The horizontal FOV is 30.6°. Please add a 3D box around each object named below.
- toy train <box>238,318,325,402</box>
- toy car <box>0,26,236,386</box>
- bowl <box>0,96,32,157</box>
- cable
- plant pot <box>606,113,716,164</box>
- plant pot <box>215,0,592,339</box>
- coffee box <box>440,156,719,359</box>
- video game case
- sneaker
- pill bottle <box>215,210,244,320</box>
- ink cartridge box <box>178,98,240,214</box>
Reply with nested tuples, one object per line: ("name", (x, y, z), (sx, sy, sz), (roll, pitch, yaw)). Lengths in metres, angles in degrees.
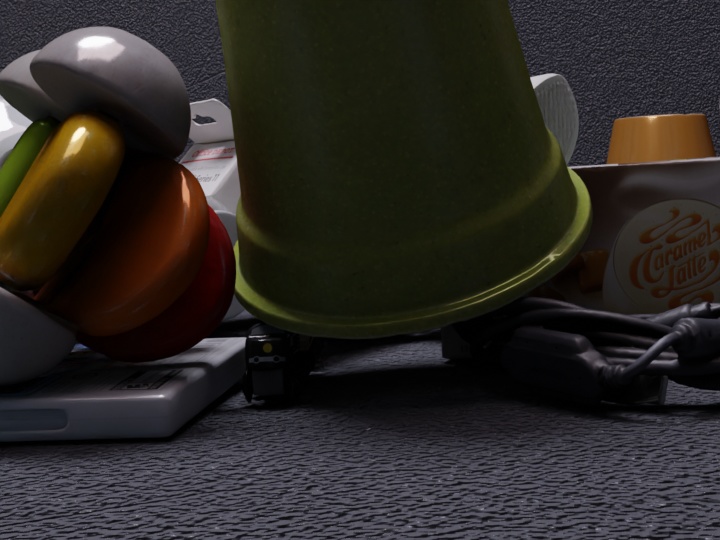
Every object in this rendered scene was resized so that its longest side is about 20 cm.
("toy train", (-0.043, 0.038, 0.749), (0.034, 0.046, 0.200), (-3, 3, 2))
("toy car", (-0.139, -0.016, 0.674), (0.150, 0.175, 0.200), (33, -13, -24))
("bowl", (-0.221, -0.009, 0.821), (0.201, 0.201, 0.090), (-5, 34, -29))
("cable", (0.140, 0.031, 0.675), (0.163, 0.051, 0.200), (-5, 3, -27))
("plant pot", (0.416, -0.121, 1.822), (0.200, 0.184, 0.200), (-3, 4, 0))
("plant pot", (0.007, -0.096, 0.671), (0.200, 0.184, 0.200), (-11, 29, 6))
("coffee box", (0.150, -0.008, 0.794), (0.200, 0.115, 0.080), (-2, 4, 14))
("video game case", (-0.162, 0.061, 0.687), (0.182, 0.024, 0.200), (-3, 4, 7))
("sneaker", (0.077, -0.075, 0.953), (0.105, 0.075, 0.200), (2, 41, 39))
("pill bottle", (-0.176, -0.004, 1.027), (0.200, 0.111, 0.111), (0, 4, 40))
("ink cartridge box", (-0.090, -0.047, 1.078), (0.200, 0.067, 0.117), (44, -21, -25))
